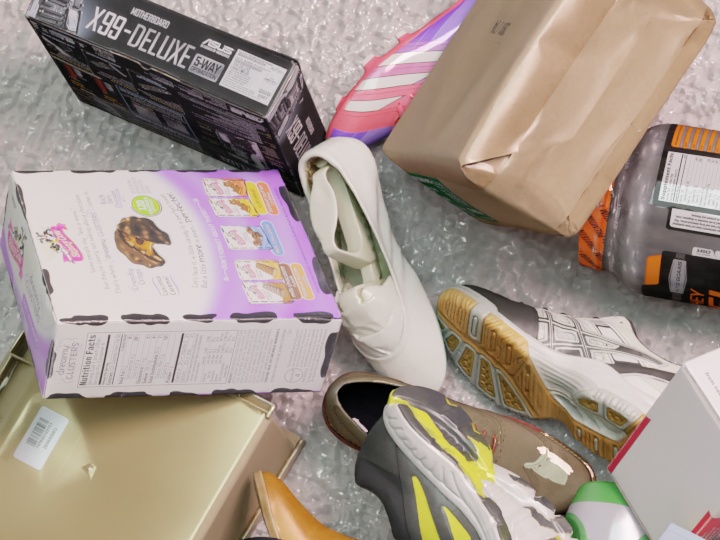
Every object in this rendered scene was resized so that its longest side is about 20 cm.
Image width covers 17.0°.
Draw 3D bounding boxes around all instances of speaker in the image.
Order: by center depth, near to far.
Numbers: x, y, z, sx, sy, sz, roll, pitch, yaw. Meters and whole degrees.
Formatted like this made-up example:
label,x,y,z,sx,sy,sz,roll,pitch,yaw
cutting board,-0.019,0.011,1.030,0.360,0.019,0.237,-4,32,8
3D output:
label,x,y,z,sx,sy,sz,roll,pitch,yaw
speaker,0.160,0.246,1.599,0.088,0.088,0.200,11,73,12

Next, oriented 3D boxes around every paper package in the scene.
label,x,y,z,sx,sy,sz,roll,pitch,yaw
paper package,0.124,-0.125,1.649,0.103,0.200,0.191,35,86,-15

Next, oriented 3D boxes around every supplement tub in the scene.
label,x,y,z,sx,sy,sz,roll,pitch,yaw
supplement tub,0.256,-0.034,1.660,0.200,0.123,0.123,10,73,12

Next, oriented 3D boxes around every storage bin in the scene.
label,x,y,z,sx,sy,sz,roll,pitch,yaw
storage bin,-0.179,0.149,1.679,0.198,0.094,0.200,26,77,17

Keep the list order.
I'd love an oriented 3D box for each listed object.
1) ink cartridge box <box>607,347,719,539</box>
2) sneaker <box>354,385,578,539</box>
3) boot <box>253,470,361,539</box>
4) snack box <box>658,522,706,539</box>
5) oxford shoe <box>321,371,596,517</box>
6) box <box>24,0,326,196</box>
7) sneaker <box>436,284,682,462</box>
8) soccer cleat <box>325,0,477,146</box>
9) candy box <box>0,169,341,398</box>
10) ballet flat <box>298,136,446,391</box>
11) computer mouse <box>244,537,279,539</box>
label,x,y,z,sx,sy,sz,roll,pitch,yaw
ink cartridge box,0.281,0.096,1.564,0.200,0.145,0.084,-19,66,-27
sneaker,0.073,0.170,1.583,0.200,0.074,0.085,53,128,19
boot,0.024,0.203,1.635,0.144,0.071,0.201,-25,87,-2
snack box,0.274,0.258,1.487,0.068,0.200,0.169,-48,27,-10
oxford shoe,0.066,0.124,1.650,0.200,0.075,0.071,17,84,3
box,-0.128,-0.135,1.733,0.200,0.158,0.050,23,76,16
sneaker,0.147,0.062,1.681,0.200,0.076,0.088,32,53,22
soccer cleat,0.061,-0.147,1.761,0.200,0.067,0.076,-43,75,-10
candy box,-0.134,0.007,1.657,0.200,0.072,0.168,-1,39,-20
ballet flat,0.000,0.000,1.703,0.069,0.069,0.200,-19,79,2
computer mouse,-0.050,0.249,1.581,0.138,0.200,0.053,14,35,26
